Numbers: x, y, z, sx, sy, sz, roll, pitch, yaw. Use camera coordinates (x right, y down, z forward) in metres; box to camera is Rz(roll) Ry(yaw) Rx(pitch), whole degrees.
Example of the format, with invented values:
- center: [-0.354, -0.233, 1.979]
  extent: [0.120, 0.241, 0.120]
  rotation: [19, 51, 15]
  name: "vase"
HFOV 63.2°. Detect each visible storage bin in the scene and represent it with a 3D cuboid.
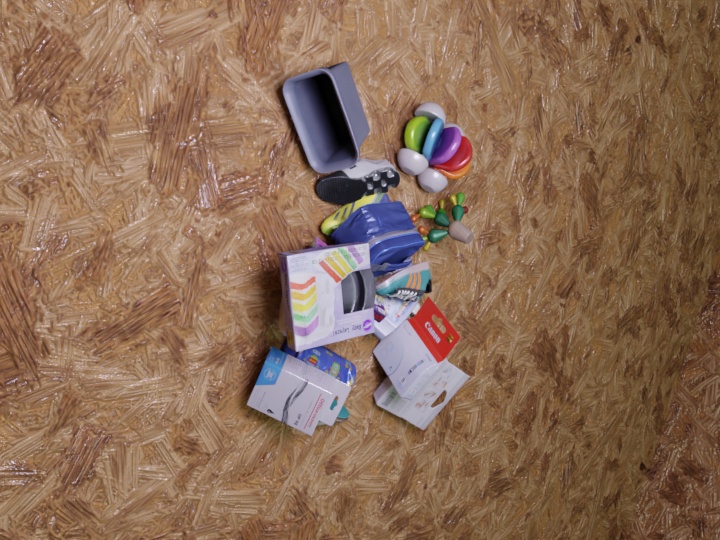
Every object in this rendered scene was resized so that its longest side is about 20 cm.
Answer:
- center: [-0.065, -0.331, 1.234]
  extent: [0.135, 0.141, 0.205]
  rotation: [-55, 130, -50]
  name: "storage bin"

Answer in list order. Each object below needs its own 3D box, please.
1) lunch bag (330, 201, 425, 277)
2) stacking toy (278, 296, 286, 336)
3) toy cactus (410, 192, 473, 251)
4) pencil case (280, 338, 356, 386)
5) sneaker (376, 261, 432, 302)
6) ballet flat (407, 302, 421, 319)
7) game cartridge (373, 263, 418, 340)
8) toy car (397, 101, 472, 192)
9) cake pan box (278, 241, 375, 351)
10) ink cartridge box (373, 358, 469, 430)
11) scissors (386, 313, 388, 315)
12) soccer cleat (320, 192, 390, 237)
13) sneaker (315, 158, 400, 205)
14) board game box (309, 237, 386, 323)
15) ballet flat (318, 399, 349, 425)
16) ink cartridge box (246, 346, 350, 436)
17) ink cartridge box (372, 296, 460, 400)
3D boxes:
- center: [0.049, -0.059, 1.302]
  extent: [0.197, 0.135, 0.135]
  rotation: [-13, 68, -48]
  name: "lunch bag"
- center: [-0.070, 0.085, 1.264]
  extent: [0.194, 0.145, 0.151]
  rotation: [16, 89, -23]
  name: "stacking toy"
- center: [0.215, -0.110, 1.479]
  extent: [0.198, 0.164, 0.104]
  rotation: [-34, 138, -22]
  name: "toy cactus"
- center: [-0.097, 0.215, 1.335]
  extent: [0.198, 0.077, 0.089]
  rotation: [34, 64, -37]
  name: "pencil case"
- center: [0.109, 0.037, 1.355]
  extent: [0.197, 0.070, 0.082]
  rotation: [-18, 88, -48]
  name: "sneaker"
- center: [0.147, 0.124, 1.522]
  extent: [0.073, 0.071, 0.201]
  rotation: [-53, 126, -17]
  name: "ballet flat"
- center: [0.073, 0.061, 1.429]
  extent: [0.132, 0.042, 0.202]
  rotation: [38, 71, 3]
  name: "game cartridge"
- center: [0.195, -0.297, 1.425]
  extent: [0.198, 0.148, 0.179]
  rotation: [32, 79, -37]
  name: "toy car"
- center: [-0.061, 0.048, 1.166]
  extent: [0.194, 0.052, 0.191]
  rotation: [-8, 101, -31]
  name: "cake pan box"
- center: [0.156, 0.295, 1.507]
  extent: [0.174, 0.045, 0.202]
  rotation: [33, 104, -26]
  name: "ink cartridge box"
- center: [-0.029, 0.097, 1.361]
  extent: [0.193, 0.014, 0.076]
  rotation: [-13, 104, -11]
  name: "scissors"
- center: [-0.016, -0.138, 1.356]
  extent: [0.196, 0.065, 0.086]
  rotation: [-23, 83, -29]
  name: "soccer cleat"
- center: [-0.013, -0.210, 1.335]
  extent: [0.193, 0.090, 0.076]
  rotation: [-11, 133, -14]
  name: "sneaker"
- center: [-0.028, 0.022, 1.274]
  extent: [0.198, 0.122, 0.032]
  rotation: [35, 121, -28]
  name: "board game box"
- center: [-0.111, 0.323, 1.365]
  extent: [0.198, 0.071, 0.066]
  rotation: [34, 105, -35]
  name: "ballet flat"
- center: [-0.129, 0.265, 1.244]
  extent: [0.195, 0.067, 0.118]
  rotation: [26, 108, -5]
  name: "ink cartridge box"
- center: [0.132, 0.183, 1.417]
  extent: [0.047, 0.161, 0.202]
  rotation: [22, 111, -40]
  name: "ink cartridge box"
